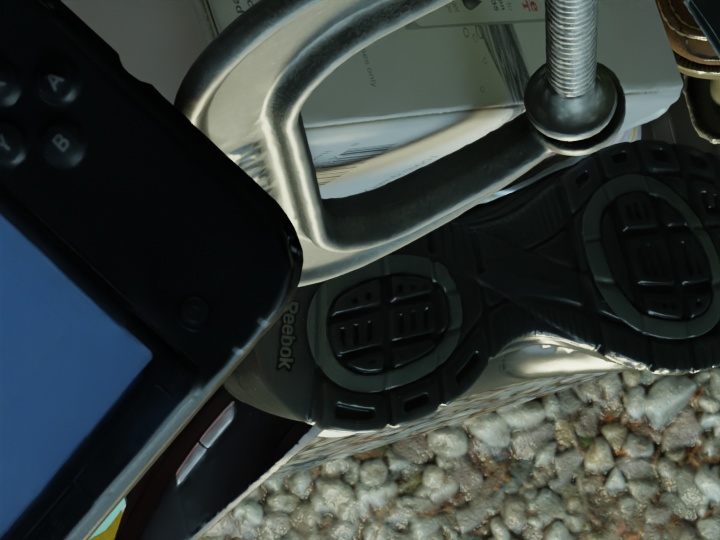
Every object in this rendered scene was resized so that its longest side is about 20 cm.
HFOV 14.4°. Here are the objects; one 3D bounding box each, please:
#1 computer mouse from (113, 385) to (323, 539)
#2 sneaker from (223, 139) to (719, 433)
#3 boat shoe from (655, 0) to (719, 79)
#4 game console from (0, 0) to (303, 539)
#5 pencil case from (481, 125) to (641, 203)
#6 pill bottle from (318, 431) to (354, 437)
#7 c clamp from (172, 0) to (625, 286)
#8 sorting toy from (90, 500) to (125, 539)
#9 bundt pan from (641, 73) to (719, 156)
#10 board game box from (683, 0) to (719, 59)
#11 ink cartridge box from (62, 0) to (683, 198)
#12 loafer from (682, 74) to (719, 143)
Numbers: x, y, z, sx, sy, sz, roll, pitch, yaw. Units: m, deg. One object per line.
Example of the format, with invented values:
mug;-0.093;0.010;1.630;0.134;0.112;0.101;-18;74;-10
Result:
computer mouse;-0.070;0.078;1.027;0.200;0.046;0.140;-42;-178;19
sneaker;0.043;0.005;0.905;0.199;0.077;0.091;-7;178;-26
boat shoe;0.175;-0.128;0.894;0.199;0.072;0.068;-29;167;5
game console;-0.144;0.020;0.635;0.200;0.176;0.116;-48;178;19
pencil case;0.057;-0.054;1.045;0.090;0.084;0.200;-25;172;5
pill bottle;0.005;0.010;1.285;0.111;0.112;0.199;-11;170;-44
c clamp;0.033;-0.055;0.706;0.170;0.027;0.200;-27;161;-11
sorting toy;-0.168;0.077;1.091;0.198;0.108;0.180;-14;170;-1
bundt pan;0.183;-0.062;1.319;0.200;0.076;0.202;-18;172;-3
board game box;0.156;-0.115;0.735;0.135;0.028;0.200;-33;-173;22
ink cartridge box;-0.025;-0.056;0.837;0.146;0.083;0.199;-25;170;40
loafer;0.157;-0.098;1.072;0.069;0.076;0.200;-4;164;-15
